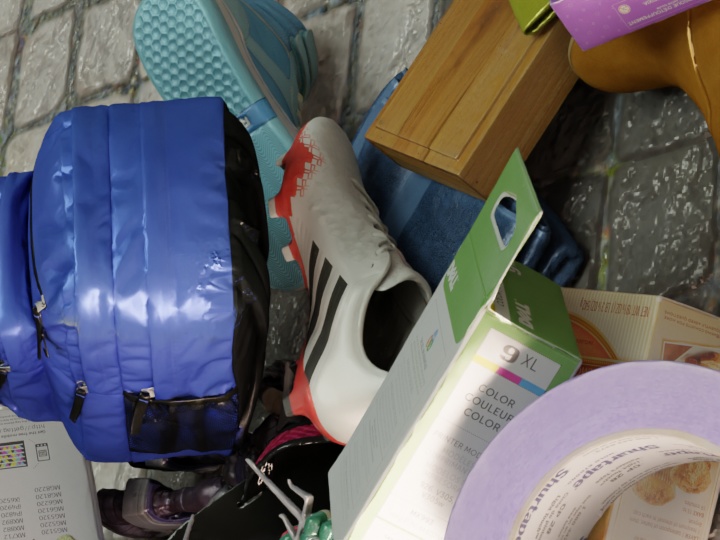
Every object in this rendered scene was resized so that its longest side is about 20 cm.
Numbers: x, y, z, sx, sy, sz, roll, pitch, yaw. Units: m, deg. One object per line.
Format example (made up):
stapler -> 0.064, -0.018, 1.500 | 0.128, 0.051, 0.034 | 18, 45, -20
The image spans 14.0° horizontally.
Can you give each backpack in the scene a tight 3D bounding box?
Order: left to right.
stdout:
backpack -> -0.129, 0.006, 1.612 | 0.200, 0.167, 0.163 | 102, 161, -62

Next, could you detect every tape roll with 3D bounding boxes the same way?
tape roll -> 0.142, 0.146, 1.332 | 0.199, 0.085, 0.201 | -6, 77, 25

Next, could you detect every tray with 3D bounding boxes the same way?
tray -> 0.090, -0.138, 1.603 | 0.200, 0.037, 0.099 | -56, 35, -6

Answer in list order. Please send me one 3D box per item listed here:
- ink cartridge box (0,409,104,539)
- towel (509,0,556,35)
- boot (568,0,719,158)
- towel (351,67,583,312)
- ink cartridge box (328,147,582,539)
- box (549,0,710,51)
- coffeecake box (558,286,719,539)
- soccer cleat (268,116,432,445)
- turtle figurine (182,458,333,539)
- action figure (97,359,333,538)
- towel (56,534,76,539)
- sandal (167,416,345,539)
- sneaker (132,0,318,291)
ink cartridge box -> -0.196, 0.210, 1.756 | 0.200, 0.084, 0.176 | 97, 163, -49
towel -> 0.097, -0.211, 1.616 | 0.086, 0.018, 0.200 | -45, 35, 20
boot -> 0.181, -0.090, 1.461 | 0.201, 0.071, 0.144 | -25, 48, 38
towel -> 0.044, -0.024, 1.646 | 0.112, 0.048, 0.200 | -61, 36, 16
ink cartridge box -> 0.056, 0.051, 1.423 | 0.200, 0.059, 0.104 | -60, 11, 16
box -> 0.166, -0.213, 1.497 | 0.136, 0.039, 0.200 | -20, 41, 25
coffeecake box -> 0.103, 0.113, 1.479 | 0.153, 0.073, 0.201 | 5, 79, 54
soccer cleat -> 0.000, 0.000, 1.606 | 0.085, 0.069, 0.201 | -22, 55, 31
turtle figurine -> -0.037, 0.186, 1.540 | 0.150, 0.100, 0.200 | -46, 33, 31
action figure -> -0.068, 0.116, 1.723 | 0.200, 0.069, 0.131 | -9, 60, 48
towel -> -0.115, 0.237, 1.561 | 0.036, 0.200, 0.149 | -29, 51, 2
sandal -> -0.031, 0.122, 1.625 | 0.200, 0.045, 0.075 | -41, 79, 6
sneaker -> -0.052, -0.088, 1.789 | 0.079, 0.130, 0.201 | -24, 87, 26
